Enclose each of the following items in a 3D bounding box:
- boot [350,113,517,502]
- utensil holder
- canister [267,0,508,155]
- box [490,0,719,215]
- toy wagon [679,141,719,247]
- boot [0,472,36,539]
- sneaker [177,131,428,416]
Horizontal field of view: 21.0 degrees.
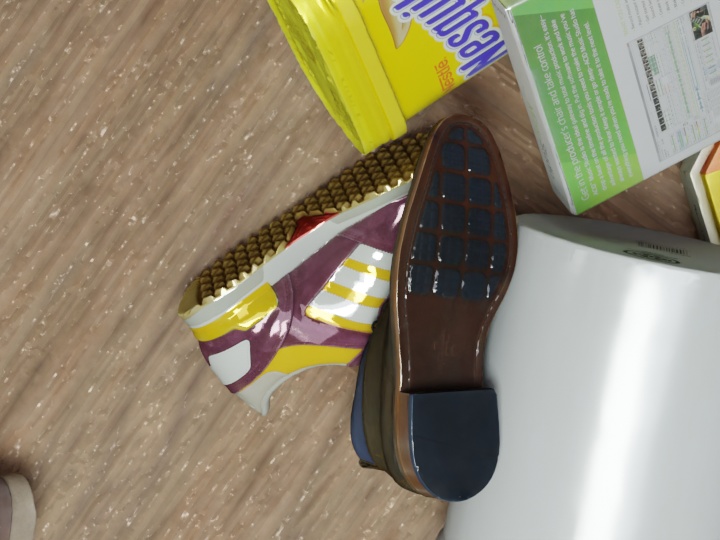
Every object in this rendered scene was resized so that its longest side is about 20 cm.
[{"bbox_3d":[0.028,0.019,1.038,0.074,0.097,0.201,7,84,-27],"label":"boot"},{"bbox_3d":[0.139,0.083,1.059,0.169,0.170,0.201,9,100,-8],"label":"utensil holder"},{"bbox_3d":[0.053,-0.171,1.035,0.200,0.087,0.149,-34,145,-4],"label":"canister"},{"bbox_3d":[0.176,-0.133,1.038,0.199,0.036,0.145,-28,129,-6],"label":"box"},{"bbox_3d":[0.288,-0.063,1.126,0.199,0.040,0.156,-19,100,-3],"label":"toy wagon"},{"bbox_3d":[-0.244,0.136,1.039,0.146,0.070,0.201,-14,136,-32],"label":"boot"},{"bbox_3d":[0.000,0.000,1.092,0.199,0.075,0.090,-31,109,5],"label":"sneaker"}]
